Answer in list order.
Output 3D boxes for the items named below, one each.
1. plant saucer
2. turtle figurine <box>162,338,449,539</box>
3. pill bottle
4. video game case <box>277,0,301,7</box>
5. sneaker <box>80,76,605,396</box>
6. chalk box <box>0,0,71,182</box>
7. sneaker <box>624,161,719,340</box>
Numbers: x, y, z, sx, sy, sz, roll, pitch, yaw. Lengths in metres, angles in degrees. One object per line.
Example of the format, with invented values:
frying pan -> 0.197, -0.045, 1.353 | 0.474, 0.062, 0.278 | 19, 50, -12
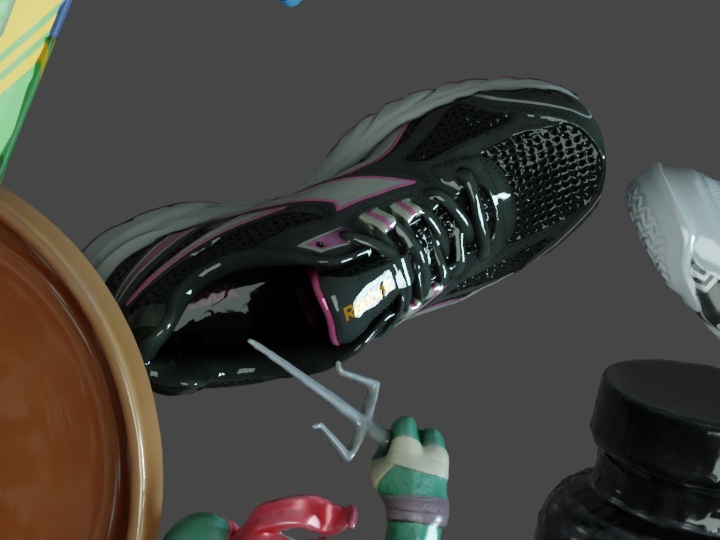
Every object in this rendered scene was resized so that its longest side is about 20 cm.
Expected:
plant saucer -> -0.154, 0.061, 0.808 | 0.199, 0.032, 0.201 | 3, 99, 23
turtle figurine -> -0.019, 0.132, 0.813 | 0.149, 0.101, 0.200 | -31, 111, 13
pill bottle -> 0.113, 0.141, 0.898 | 0.111, 0.112, 0.201 | 6, 104, -15
video game case -> 0.000, -0.201, 0.776 | 0.200, 0.018, 0.143 | -45, 65, 2
sneaker -> 0.000, 0.000, 0.845 | 0.199, 0.086, 0.081 | -26, 111, -6
chalk box -> -0.130, -0.134, 0.710 | 0.124, 0.124, 0.201 | 20, 101, -9
sneaker -> 0.197, -0.009, 0.883 | 0.199, 0.075, 0.115 | 31, 113, -23
